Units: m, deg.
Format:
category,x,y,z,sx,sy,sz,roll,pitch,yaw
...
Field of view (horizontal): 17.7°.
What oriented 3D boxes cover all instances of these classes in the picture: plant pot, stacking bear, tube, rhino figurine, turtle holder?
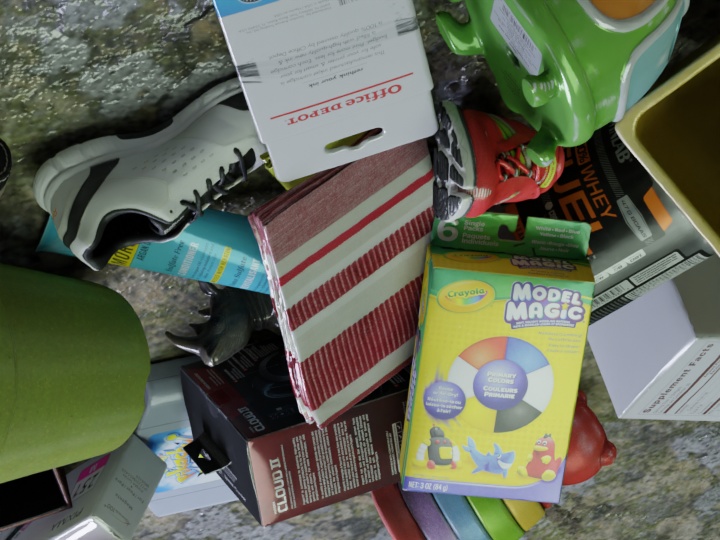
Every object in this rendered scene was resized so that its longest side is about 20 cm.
category,x,y,z,sx,sy,sz,roll,pitch,yaw
plant pot,0.317,-0.108,1.531,0.195,0.194,0.200,-38,-174,27
stacking bear,0.120,0.180,1.977,0.200,0.122,0.114,-32,154,4
tube,-0.118,-0.021,1.599,0.199,0.050,0.078,11,133,-16
rhino figurine,-0.044,0.028,1.676,0.199,0.088,0.060,-12,149,-11
plant pot,-0.250,0.068,1.572,0.190,0.200,0.200,-1,146,-48
turtle holder,0.138,-0.146,1.460,0.132,0.141,0.186,-32,138,-8

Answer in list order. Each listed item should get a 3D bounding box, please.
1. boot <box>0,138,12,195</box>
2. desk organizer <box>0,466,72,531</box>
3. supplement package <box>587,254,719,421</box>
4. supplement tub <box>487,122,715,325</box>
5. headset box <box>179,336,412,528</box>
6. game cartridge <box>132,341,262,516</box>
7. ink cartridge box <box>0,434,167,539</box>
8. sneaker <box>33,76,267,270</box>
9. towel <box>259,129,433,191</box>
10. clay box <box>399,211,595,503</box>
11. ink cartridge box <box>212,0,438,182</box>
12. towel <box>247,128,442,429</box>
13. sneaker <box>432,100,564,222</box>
category,x,y,z,sx,sy,sz,roll,pitch,yaw
boot,-0.271,-0.109,1.377,0.200,0.073,0.151,16,135,-34
desk organizer,-0.325,0.164,1.751,0.199,0.077,0.072,-19,148,1
supplement package,0.293,0.042,1.837,0.200,0.117,0.117,4,142,-30
supplement tub,0.179,-0.039,1.654,0.200,0.123,0.122,-32,145,19
headset box,-0.031,0.105,1.706,0.200,0.149,0.077,-18,115,-18
game cartridge,-0.120,0.131,1.845,0.133,0.041,0.200,-9,147,-8
ink cartridge box,-0.249,0.233,1.786,0.044,0.174,0.200,43,130,-17
sneaker,-0.109,-0.061,1.512,0.200,0.080,0.074,-25,145,-3
towel,-0.003,-0.067,1.574,0.086,0.018,0.200,-49,153,-2
clay box,0.095,0.060,1.606,0.115,0.048,0.201,5,114,-4
ink cartridge box,-0.026,-0.153,1.418,0.116,0.067,0.200,-18,143,-1
towel,0.000,0.000,1.575,0.144,0.023,0.200,-35,137,-23
sneaker,0.092,-0.075,1.530,0.085,0.077,0.200,3,-170,6
